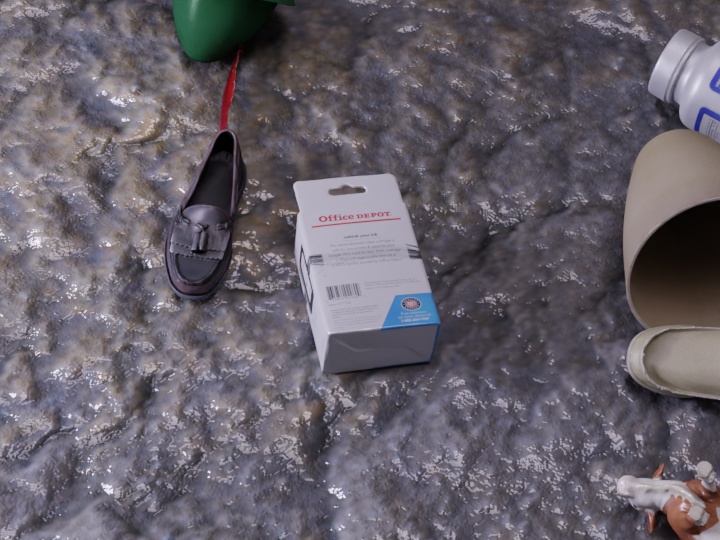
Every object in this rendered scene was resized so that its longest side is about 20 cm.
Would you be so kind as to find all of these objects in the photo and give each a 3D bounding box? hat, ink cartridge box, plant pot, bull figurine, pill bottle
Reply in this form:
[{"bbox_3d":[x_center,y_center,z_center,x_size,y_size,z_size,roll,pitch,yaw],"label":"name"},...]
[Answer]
[{"bbox_3d":[-0.175,-0.245,1.836,0.165,0.177,0.200,16,12,9],"label":"hat"},{"bbox_3d":[0.000,0.000,1.619,0.115,0.068,0.201,-5,51,-12],"label":"ink cartridge box"},{"bbox_3d":[0.348,-0.056,1.657,0.186,0.188,0.201,2,37,-6],"label":"plant pot"},{"bbox_3d":[0.323,0.234,1.442,0.200,0.122,0.065,37,78,16],"label":"bull figurine"},{"bbox_3d":[0.431,-0.192,1.810,0.199,0.112,0.112,32,53,18],"label":"pill bottle"}]

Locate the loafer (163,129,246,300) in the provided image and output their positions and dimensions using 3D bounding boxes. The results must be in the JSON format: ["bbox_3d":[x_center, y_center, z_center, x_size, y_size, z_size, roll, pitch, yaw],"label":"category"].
[{"bbox_3d":[-0.159,-0.062,1.653,0.071,0.063,0.201,10,50,1],"label":"loafer"}]

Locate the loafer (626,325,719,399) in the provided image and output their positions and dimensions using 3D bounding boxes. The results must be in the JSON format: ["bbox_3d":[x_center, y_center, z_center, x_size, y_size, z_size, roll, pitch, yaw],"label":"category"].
[{"bbox_3d":[0.363,0.091,1.578,0.198,0.068,0.076,6,79,-4],"label":"loafer"}]
